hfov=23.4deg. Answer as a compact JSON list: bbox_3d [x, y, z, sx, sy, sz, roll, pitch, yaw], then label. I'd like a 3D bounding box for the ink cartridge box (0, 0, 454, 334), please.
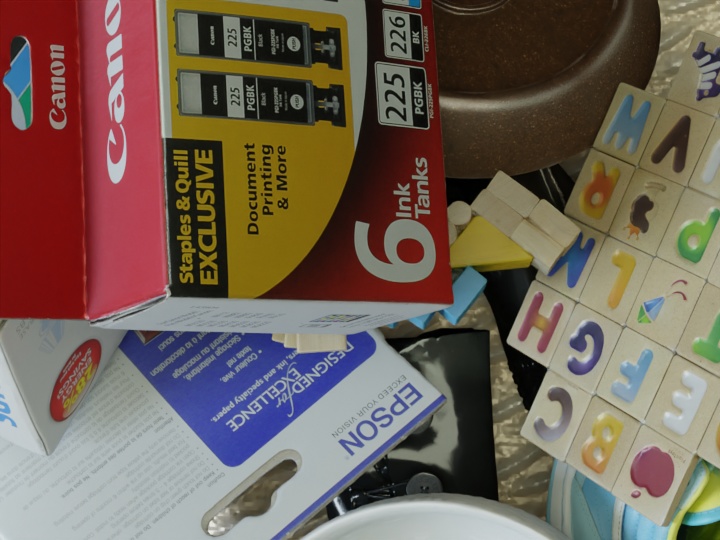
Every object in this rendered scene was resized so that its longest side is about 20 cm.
[{"bbox_3d":[-0.061,-0.079,0.706,0.174,0.084,0.202,1,80,-31],"label":"ink cartridge box"}]

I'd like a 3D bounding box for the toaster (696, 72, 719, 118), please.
[{"bbox_3d":[0.239,-0.066,0.799,0.129,0.199,0.114,-9,101,41],"label":"toaster"}]

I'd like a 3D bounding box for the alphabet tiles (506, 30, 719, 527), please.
[{"bbox_3d":[0.139,0.000,0.753,0.006,0.166,0.201,18,98,-38],"label":"alphabet tiles"}]

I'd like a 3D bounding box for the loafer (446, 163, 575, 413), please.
[{"bbox_3d":[0.094,-0.011,0.872,0.071,0.073,0.201,-21,96,-19],"label":"loafer"}]

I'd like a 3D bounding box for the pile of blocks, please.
[{"bbox_3d":[0.000,0.000,0.805,0.198,0.062,0.083,0,81,2],"label":"pile of blocks"}]

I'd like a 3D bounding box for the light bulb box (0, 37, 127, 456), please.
[{"bbox_3d":[-0.185,-0.057,0.799,0.199,0.125,0.199,23,63,13],"label":"light bulb box"}]

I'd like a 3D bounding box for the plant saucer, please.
[{"bbox_3d":[0.049,-0.137,0.841,0.198,0.035,0.202,1,59,-2],"label":"plant saucer"}]

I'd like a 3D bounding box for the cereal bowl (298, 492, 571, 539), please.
[{"bbox_3d":[0.040,0.197,0.796,0.198,0.083,0.202,0,92,12],"label":"cereal bowl"}]

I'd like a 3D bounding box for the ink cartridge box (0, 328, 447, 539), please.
[{"bbox_3d":[-0.095,0.063,0.827,0.197,0.047,0.200,-38,67,-16],"label":"ink cartridge box"}]

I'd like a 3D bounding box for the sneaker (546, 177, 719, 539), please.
[{"bbox_3d":[0.149,0.053,0.783,0.079,0.130,0.202,2,92,-25],"label":"sneaker"}]

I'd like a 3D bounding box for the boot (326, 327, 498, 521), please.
[{"bbox_3d":[0.065,0.127,0.870,0.163,0.066,0.202,-8,84,0],"label":"boot"}]
